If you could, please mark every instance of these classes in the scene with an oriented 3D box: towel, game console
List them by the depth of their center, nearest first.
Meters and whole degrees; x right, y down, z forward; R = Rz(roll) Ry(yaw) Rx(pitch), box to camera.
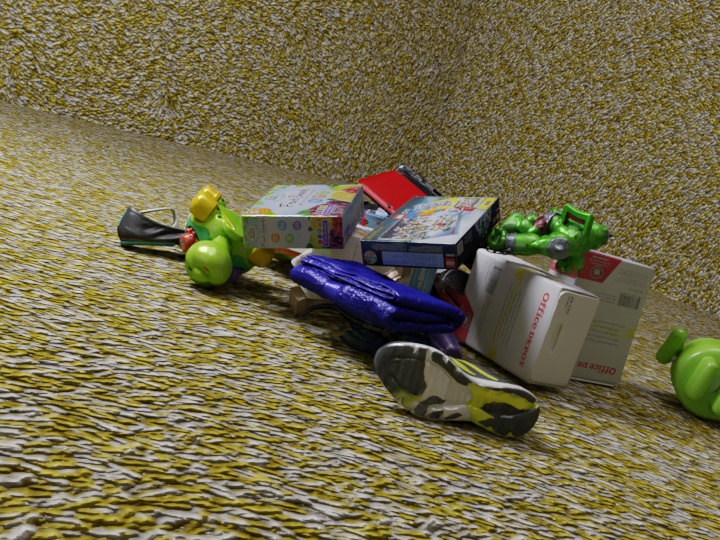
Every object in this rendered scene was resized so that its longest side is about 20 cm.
[{"bbox_3d":[0.022,0.026,1.122,0.147,0.050,0.200,5,14,-44],"label":"towel"},{"bbox_3d":[0.099,-0.069,1.414,0.200,0.119,0.173,43,-21,23],"label":"game console"}]

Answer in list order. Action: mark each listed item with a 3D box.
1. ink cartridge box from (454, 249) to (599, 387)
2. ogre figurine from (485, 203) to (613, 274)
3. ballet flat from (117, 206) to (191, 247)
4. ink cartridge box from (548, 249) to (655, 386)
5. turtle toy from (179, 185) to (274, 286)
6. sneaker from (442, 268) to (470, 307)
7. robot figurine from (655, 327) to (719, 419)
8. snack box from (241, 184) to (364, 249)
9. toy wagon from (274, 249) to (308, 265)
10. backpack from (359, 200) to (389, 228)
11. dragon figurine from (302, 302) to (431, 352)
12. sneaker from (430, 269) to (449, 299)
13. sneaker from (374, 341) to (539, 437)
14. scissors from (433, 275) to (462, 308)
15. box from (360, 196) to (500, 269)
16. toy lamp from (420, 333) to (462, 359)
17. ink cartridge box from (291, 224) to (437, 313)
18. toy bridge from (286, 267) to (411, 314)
[{"bbox_3d":[0.241,0.069,1.298,0.083,0.146,0.200,12,11,-32],"label":"ink cartridge box"},{"bbox_3d":[0.283,-0.051,1.278,0.120,0.099,0.199,17,3,43],"label":"ogre figurine"},{"bbox_3d":[-0.280,-0.061,1.359,0.199,0.069,0.068,11,-8,-38],"label":"ballet flat"},{"bbox_3d":[0.363,0.070,1.389,0.144,0.201,0.083,13,7,-23],"label":"ink cartridge box"},{"bbox_3d":[-0.207,-0.037,1.273,0.146,0.101,0.200,39,8,-11],"label":"turtle toy"},{"bbox_3d":[0.228,0.075,1.481,0.200,0.073,0.085,41,-11,23],"label":"sneaker"},{"bbox_3d":[0.566,0.173,1.407,0.175,0.116,0.200,29,11,14],"label":"robot figurine"},{"bbox_3d":[-0.078,-0.081,1.265,0.141,0.053,0.200,-1,17,9],"label":"snack box"},{"bbox_3d":[-0.102,-0.034,1.487,0.155,0.040,0.199,24,-9,-41],"label":"toy wagon"},{"bbox_3d":[0.023,-0.053,1.569,0.182,0.135,0.200,17,-2,18],"label":"backpack"},{"bbox_3d":[0.010,0.074,1.161,0.199,0.059,0.099,21,10,11],"label":"dragon figurine"},{"bbox_3d":[0.112,0.031,1.545,0.086,0.081,0.200,-1,-6,18],"label":"sneaker"},{"bbox_3d":[0.102,0.134,0.989,0.199,0.075,0.085,25,2,-11],"label":"sneaker"},{"bbox_3d":[0.128,0.029,1.432,0.200,0.073,0.014,42,-23,5],"label":"scissors"},{"bbox_3d":[0.103,-0.057,1.215,0.136,0.038,0.200,2,23,26],"label":"box"},{"bbox_3d":[0.085,0.081,1.228,0.058,0.058,0.200,12,18,-26],"label":"toy lamp"},{"bbox_3d":[0.000,0.000,1.362,0.199,0.126,0.129,15,10,-19],"label":"ink cartridge box"},{"bbox_3d":[-0.018,0.028,1.262,0.199,0.067,0.027,-18,54,-24],"label":"toy bridge"}]
